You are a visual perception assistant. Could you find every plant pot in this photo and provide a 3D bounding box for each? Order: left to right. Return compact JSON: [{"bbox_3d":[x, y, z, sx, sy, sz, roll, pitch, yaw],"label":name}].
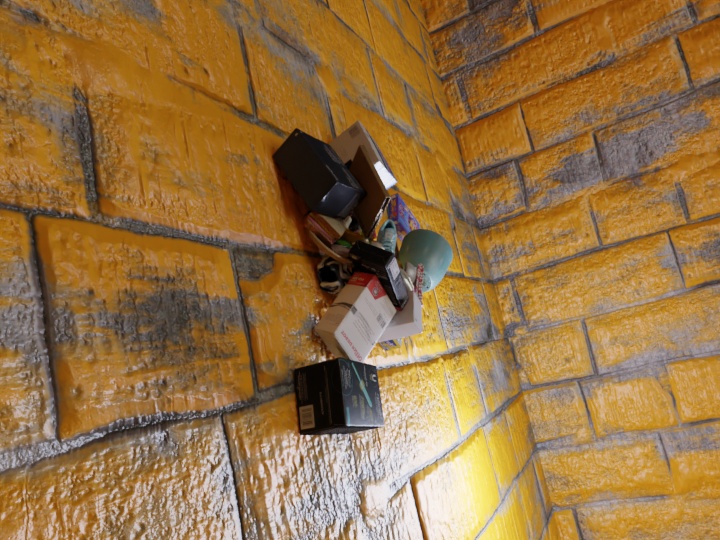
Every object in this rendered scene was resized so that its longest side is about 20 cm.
[{"bbox_3d":[0.218,-0.019,2.036,0.202,0.197,0.162,58,41,-29],"label":"plant pot"}]

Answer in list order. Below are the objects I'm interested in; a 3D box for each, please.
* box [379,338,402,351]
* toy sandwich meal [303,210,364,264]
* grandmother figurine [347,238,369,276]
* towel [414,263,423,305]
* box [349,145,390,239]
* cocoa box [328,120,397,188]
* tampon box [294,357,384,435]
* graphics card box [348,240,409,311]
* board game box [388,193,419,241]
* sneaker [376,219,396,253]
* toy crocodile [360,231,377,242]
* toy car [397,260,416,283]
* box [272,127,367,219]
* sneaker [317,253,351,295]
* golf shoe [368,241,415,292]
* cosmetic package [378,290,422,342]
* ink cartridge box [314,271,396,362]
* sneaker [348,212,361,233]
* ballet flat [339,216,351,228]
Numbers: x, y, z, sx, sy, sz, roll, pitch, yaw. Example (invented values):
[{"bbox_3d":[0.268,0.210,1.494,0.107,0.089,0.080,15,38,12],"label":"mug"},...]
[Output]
[{"bbox_3d":[0.098,0.154,1.809,0.071,0.063,0.202,54,30,-34],"label":"box"},{"bbox_3d":[-0.065,-0.100,1.535,0.203,0.071,0.206,33,20,-14],"label":"toy sandwich meal"},{"bbox_3d":[0.000,0.000,1.659,0.061,0.118,0.204,85,6,-54],"label":"grandmother figurine"},{"bbox_3d":[0.168,0.094,1.780,0.202,0.029,0.148,-77,-176,-52],"label":"towel"},{"bbox_3d":[0.013,-0.219,1.574,0.021,0.165,0.203,-5,54,-28],"label":"box"},{"bbox_3d":[0.006,-0.339,1.786,0.131,0.132,0.202,36,24,-52],"label":"cocoa box"},{"bbox_3d":[-0.047,0.301,1.330,0.199,0.124,0.153,27,51,-58],"label":"tampon box"},{"bbox_3d":[0.051,0.016,1.503,0.051,0.124,0.202,-53,144,-23],"label":"graphics card box"},{"bbox_3d":[0.172,-0.183,2.204,0.200,0.044,0.137,48,34,-43],"label":"board game box"},{"bbox_3d":[0.077,-0.086,1.738,0.202,0.072,0.083,-90,-173,-51],"label":"sneaker"},{"bbox_3d":[0.024,-0.121,1.829,0.067,0.061,0.205,6,69,-64],"label":"toy crocodile"},{"bbox_3d":[0.078,0.059,1.753,0.202,0.171,0.152,-77,178,-49],"label":"toy car"},{"bbox_3d":[-0.106,-0.254,1.507,0.201,0.104,0.181,53,18,20],"label":"box"},{"bbox_3d":[-0.058,0.050,1.526,0.203,0.078,0.130,68,26,-10],"label":"sneaker"},{"bbox_3d":[0.072,0.014,1.617,0.200,0.076,0.091,47,53,7],"label":"golf shoe"},{"bbox_3d":[0.072,0.137,1.596,0.071,0.196,0.103,50,33,-46],"label":"cosmetic package"},{"bbox_3d":[-0.010,0.128,1.471,0.201,0.082,0.148,-53,130,-27],"label":"ink cartridge box"},{"bbox_3d":[-0.024,-0.185,1.721,0.096,0.078,0.201,57,6,-28],"label":"sneaker"},{"bbox_3d":[-0.062,-0.167,1.666,0.067,0.069,0.205,28,50,-57],"label":"ballet flat"}]
